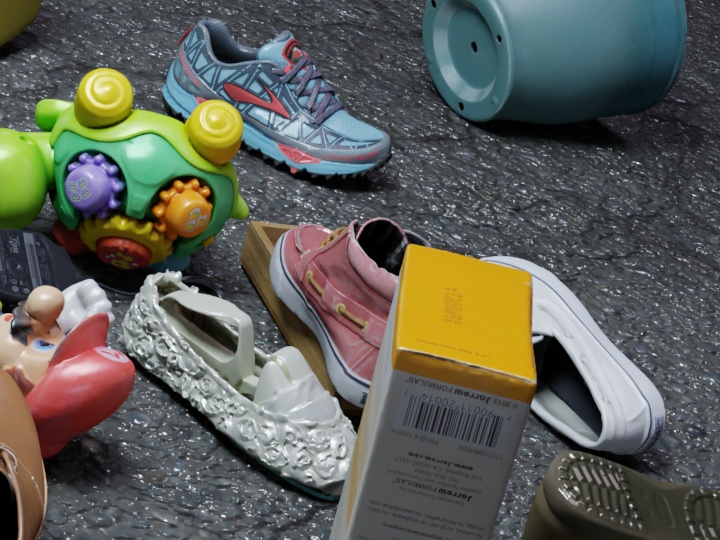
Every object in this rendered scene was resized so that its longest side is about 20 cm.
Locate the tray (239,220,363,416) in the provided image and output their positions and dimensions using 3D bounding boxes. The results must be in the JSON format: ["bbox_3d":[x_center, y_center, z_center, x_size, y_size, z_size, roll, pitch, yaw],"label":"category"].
[{"bbox_3d":[-0.006,0.033,1.363,0.098,0.037,0.200,6,26,-25],"label":"tray"}]

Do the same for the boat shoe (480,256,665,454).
[{"bbox_3d":[0.123,0.053,1.369,0.065,0.074,0.200,1,28,-43],"label":"boat shoe"}]

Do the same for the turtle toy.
[{"bbox_3d":[-0.171,-0.058,1.338,0.198,0.146,0.102,15,65,-9],"label":"turtle toy"}]

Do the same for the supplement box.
[{"bbox_3d":[0.032,0.107,1.032,0.073,0.202,0.126,13,25,-2],"label":"supplement box"}]

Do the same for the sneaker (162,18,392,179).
[{"bbox_3d":[-0.063,-0.141,1.617,0.198,0.096,0.079,22,25,7],"label":"sneaker"}]

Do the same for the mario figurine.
[{"bbox_3d":[-0.215,0.025,1.136,0.198,0.106,0.124,19,57,19],"label":"mario figurine"}]

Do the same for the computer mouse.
[{"bbox_3d":[-0.175,0.015,1.290,0.199,0.034,0.059,12,48,-33],"label":"computer mouse"}]

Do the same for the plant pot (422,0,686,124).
[{"bbox_3d":[0.167,-0.222,1.862,0.187,0.202,0.200,-19,41,-31],"label":"plant pot"}]

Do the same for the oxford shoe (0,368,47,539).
[{"bbox_3d":[-0.185,0.107,0.994,0.071,0.072,0.201,10,36,-17],"label":"oxford shoe"}]

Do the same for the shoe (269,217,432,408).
[{"bbox_3d":[0.000,0.000,1.281,0.071,0.092,0.200,8,26,-23],"label":"shoe"}]

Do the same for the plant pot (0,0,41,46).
[{"bbox_3d":[-0.348,-0.279,1.600,0.199,0.196,0.195,0,29,-45],"label":"plant pot"}]

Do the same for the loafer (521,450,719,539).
[{"bbox_3d":[0.175,0.165,1.176,0.199,0.067,0.076,27,36,-24],"label":"loafer"}]

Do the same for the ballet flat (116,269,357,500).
[{"bbox_3d":[-0.070,0.064,1.217,0.199,0.072,0.072,33,27,26],"label":"ballet flat"}]
